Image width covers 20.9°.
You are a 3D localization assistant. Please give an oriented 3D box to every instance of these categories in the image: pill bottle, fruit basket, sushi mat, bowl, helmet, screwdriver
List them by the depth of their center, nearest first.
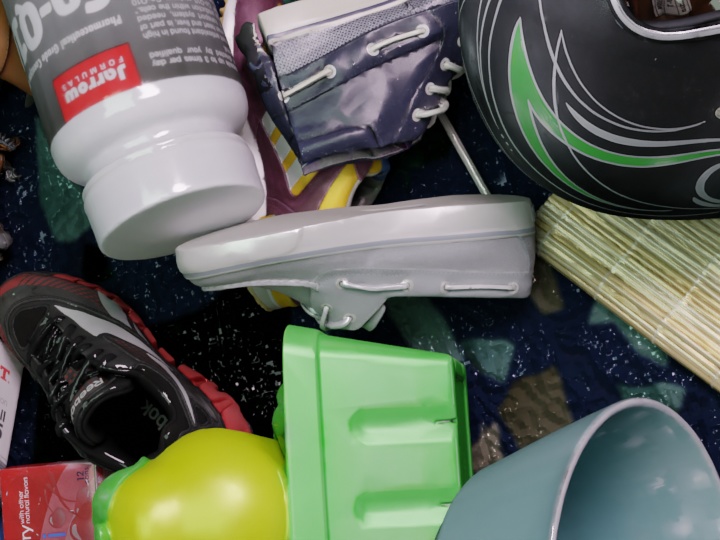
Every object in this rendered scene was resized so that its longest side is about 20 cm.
[{"bbox_3d":[0.143,-0.125,0.997,0.190,0.200,0.200,16,92,3],"label":"helmet"},{"bbox_3d":[0.107,0.169,1.005,0.105,0.201,0.201,-9,82,37],"label":"bowl"},{"bbox_3d":[0.189,0.003,1.068,0.200,0.012,0.096,38,97,21],"label":"sushi mat"},{"bbox_3d":[-0.039,0.134,1.076,0.215,0.156,0.216,-1,84,8],"label":"fruit basket"},{"bbox_3d":[-0.129,-0.116,1.090,0.114,0.114,0.200,-26,74,19],"label":"pill bottle"},{"bbox_3d":[0.049,-0.085,1.129,0.028,0.029,0.200,-32,73,18],"label":"screwdriver"}]

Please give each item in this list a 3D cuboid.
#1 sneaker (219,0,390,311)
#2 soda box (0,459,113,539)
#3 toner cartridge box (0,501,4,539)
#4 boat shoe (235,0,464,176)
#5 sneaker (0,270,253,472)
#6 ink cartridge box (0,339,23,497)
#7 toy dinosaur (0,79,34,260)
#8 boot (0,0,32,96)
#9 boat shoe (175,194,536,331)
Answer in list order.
[{"bbox_3d":[-0.028,-0.079,1.144,0.090,0.075,0.200,-8,88,14],"label":"sneaker"},{"bbox_3d":[-0.168,0.215,1.176,0.070,0.063,0.200,-7,82,22],"label":"soda box"},{"bbox_3d":[-0.296,0.223,1.241,0.200,0.043,0.095,-23,77,20],"label":"toner cartridge box"},{"bbox_3d":[0.038,-0.118,1.093,0.200,0.075,0.093,-17,81,-2],"label":"boat shoe"},{"bbox_3d":[-0.156,0.063,1.166,0.200,0.098,0.071,38,102,23],"label":"sneaker"},{"bbox_3d":[-0.286,0.113,1.153,0.084,0.146,0.200,-11,57,26],"label":"ink cartridge box"},{"bbox_3d":[-0.272,-0.099,1.237,0.136,0.102,0.200,-39,93,33],"label":"toy dinosaur"},{"bbox_3d":[-0.198,-0.127,1.161,0.077,0.155,0.200,-22,75,40],"label":"boot"},{"bbox_3d":[0.000,0.000,1.079,0.200,0.072,0.069,-7,98,-14],"label":"boat shoe"}]
